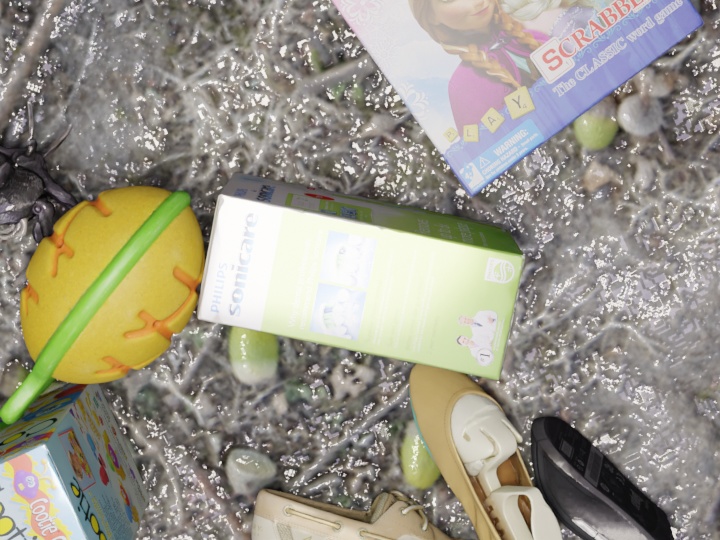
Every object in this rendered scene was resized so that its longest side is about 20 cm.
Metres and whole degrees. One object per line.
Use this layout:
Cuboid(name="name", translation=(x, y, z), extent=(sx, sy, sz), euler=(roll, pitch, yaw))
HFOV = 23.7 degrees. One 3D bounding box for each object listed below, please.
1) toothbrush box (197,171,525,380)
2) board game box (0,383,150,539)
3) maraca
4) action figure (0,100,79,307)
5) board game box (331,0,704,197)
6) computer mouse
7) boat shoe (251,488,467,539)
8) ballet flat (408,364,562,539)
Cuboid(name="toothbrush box", translation=(0.000, 0.000, 1.138), extent=(0.198, 0.146, 0.087), euler=(10, 99, -1))
Cuboid(name="board game box", translation=(-0.216, 0.155, 1.132), extent=(0.102, 0.200, 0.106), euler=(-23, 97, 3))
Cuboid(name="maraca", translation=(-0.173, 0.024, 1.117), extent=(0.107, 0.137, 0.200), euler=(41, 118, 0))
Cuboid(name="action figure", translation=(-0.263, -0.015, 1.162), extent=(0.118, 0.102, 0.201), euler=(31, 71, 3))
Cuboid(name="board game box", translation=(0.096, -0.189, 1.163), extent=(0.199, 0.041, 0.200), euler=(-37, 97, 5))
Cuboid(name="computer mouse", translation=(0.181, 0.193, 1.175), extent=(0.200, 0.141, 0.046), euler=(40, 110, -6))
Cuboid(name="boat shoe", translation=(0.022, 0.189, 1.204), extent=(0.198, 0.072, 0.066), euler=(6, 89, -3))
Cuboid(name="ballet flat", translation=(0.098, 0.144, 1.177), extent=(0.068, 0.063, 0.202), euler=(-19, 79, -36))
